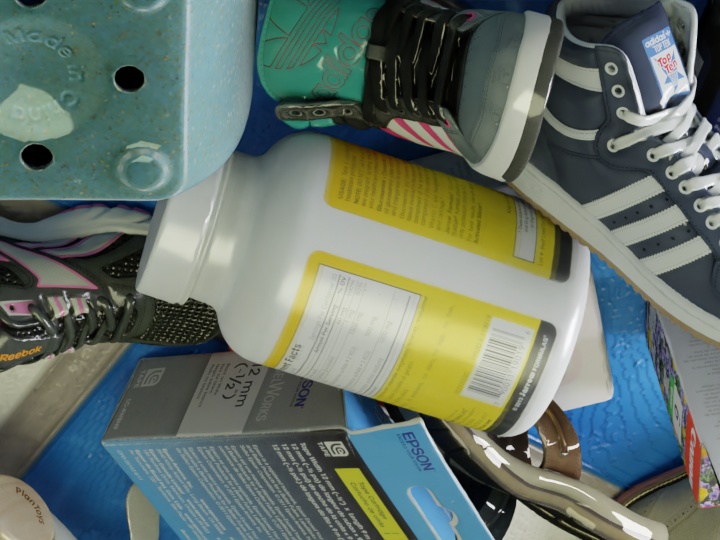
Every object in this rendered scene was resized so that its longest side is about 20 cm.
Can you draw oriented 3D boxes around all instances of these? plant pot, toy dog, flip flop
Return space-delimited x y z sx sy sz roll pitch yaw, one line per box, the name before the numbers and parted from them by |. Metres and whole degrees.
plant pot | -0.129 -0.133 0.803 0.194 0.201 0.197 0 129 -7
toy dog | -0.175 0.157 1.123 0.131 0.097 0.200 -26 142 10
flip flop | 0.092 0.094 1.049 0.199 0.081 0.058 31 82 -26

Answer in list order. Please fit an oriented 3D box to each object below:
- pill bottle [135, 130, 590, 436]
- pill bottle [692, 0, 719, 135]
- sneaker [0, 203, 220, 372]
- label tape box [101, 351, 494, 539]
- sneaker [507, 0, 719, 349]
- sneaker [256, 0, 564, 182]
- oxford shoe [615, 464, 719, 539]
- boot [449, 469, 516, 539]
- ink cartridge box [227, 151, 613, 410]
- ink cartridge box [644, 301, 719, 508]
pill bottle | 0.000 0.000 0.935 0.198 0.112 0.113 18 126 -10
pill bottle | 0.203 -0.075 0.949 0.111 0.112 0.201 8 128 -14
sneaker | -0.164 0.019 0.994 0.198 0.087 0.081 7 131 -12
label tape box | -0.017 0.109 1.053 0.199 0.066 0.144 -7 134 31
sneaker | 0.148 -0.046 0.879 0.070 0.199 0.109 -33 149 -40
sneaker | 0.016 -0.095 0.876 0.120 0.200 0.084 15 91 -8
oxford shoe | 0.196 0.159 1.163 0.070 0.074 0.200 25 122 -25
boot | 0.068 0.200 1.178 0.168 0.077 0.200 31 123 -26
ink cartridge box | 0.025 0.021 1.047 0.198 0.057 0.163 -17 130 0
ink cartridge box | 0.218 0.077 1.016 0.108 0.201 0.051 -6 130 -2
